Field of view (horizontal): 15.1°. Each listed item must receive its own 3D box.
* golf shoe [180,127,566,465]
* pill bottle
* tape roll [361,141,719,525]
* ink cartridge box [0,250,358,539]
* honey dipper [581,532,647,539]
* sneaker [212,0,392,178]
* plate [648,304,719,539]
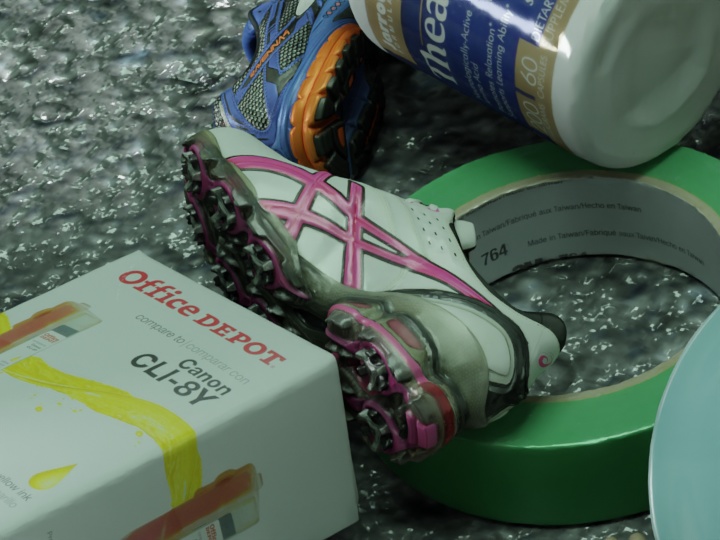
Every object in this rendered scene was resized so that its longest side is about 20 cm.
[{"bbox_3d":[0.000,0.000,1.135,0.092,0.073,0.200,-27,51,-25],"label":"golf shoe"},{"bbox_3d":[0.065,-0.133,1.229,0.111,0.111,0.200,-37,47,-25],"label":"pill bottle"},{"bbox_3d":[0.091,0.021,1.170,0.200,0.048,0.201,-8,41,7],"label":"tape roll"},{"bbox_3d":[-0.123,0.082,1.094,0.200,0.083,0.145,-26,34,-31],"label":"ink cartridge box"},{"bbox_3d":[0.163,0.111,1.037,0.200,0.038,0.038,-7,39,-4],"label":"honey dipper"},{"bbox_3d":[-0.019,-0.125,1.355,0.078,0.075,0.200,1,40,22],"label":"sneaker"},{"bbox_3d":[0.207,0.078,1.001,0.200,0.026,0.200,0,74,1],"label":"plate"}]
